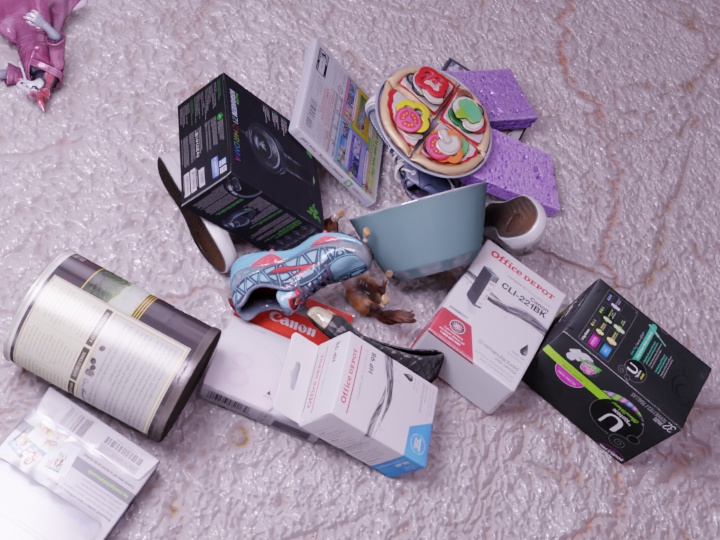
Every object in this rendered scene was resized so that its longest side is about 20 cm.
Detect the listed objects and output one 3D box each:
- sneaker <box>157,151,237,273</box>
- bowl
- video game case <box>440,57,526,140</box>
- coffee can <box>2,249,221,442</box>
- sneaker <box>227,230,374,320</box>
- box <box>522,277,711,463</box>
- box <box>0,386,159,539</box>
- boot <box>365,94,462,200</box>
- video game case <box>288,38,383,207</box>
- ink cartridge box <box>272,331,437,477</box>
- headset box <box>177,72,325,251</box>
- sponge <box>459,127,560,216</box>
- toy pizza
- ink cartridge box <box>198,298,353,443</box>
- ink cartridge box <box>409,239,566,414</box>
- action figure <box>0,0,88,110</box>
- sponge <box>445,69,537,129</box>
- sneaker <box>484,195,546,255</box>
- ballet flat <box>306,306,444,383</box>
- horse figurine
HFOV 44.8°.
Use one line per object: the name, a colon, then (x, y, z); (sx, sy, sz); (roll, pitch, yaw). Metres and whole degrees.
sneaker: (-0.201, -0.091, 1.197); (0.084, 0.073, 0.201); (-20, 67, -27)
bowl: (0.094, -0.050, 1.232); (0.200, 0.201, 0.106); (-17, 92, -29)
video game case: (0.187, -0.255, 1.481); (0.180, 0.026, 0.200); (32, 54, 0)
coffee can: (-0.283, 0.087, 1.008); (0.199, 0.147, 0.147); (29, 54, -2)
sneaker: (-0.075, 0.019, 1.115); (0.199, 0.079, 0.096); (-15, 45, 18)
box: (0.350, 0.141, 1.221); (0.200, 0.149, 0.124); (39, 55, 6)
box: (-0.341, 0.250, 0.950); (0.155, 0.041, 0.200); (33, 53, 1)
boot: (0.075, -0.178, 1.345); (0.200, 0.073, 0.091); (39, 56, -11)
video game case: (-0.029, -0.222, 1.314); (0.182, 0.022, 0.201); (42, 40, -35)
ink cartridge box: (-0.002, 0.159, 1.080); (0.200, 0.067, 0.116); (34, 50, -27)
headset box: (-0.143, -0.135, 1.185); (0.200, 0.093, 0.175); (32, 40, -46)
sponge: (0.236, -0.166, 1.406); (0.199, 0.030, 0.112); (17, 58, -32)
toy pizza: (0.116, -0.232, 1.321); (0.199, 0.032, 0.201); (11, 62, -20)
ink cartridge box: (-0.100, 0.102, 1.133); (0.162, 0.057, 0.201); (23, 58, -7)
ink cartridge box: (0.182, 0.076, 1.236); (0.144, 0.084, 0.200); (36, 53, 3)
action figure: (-0.463, -0.315, 1.242); (0.149, 0.133, 0.201); (15, 57, -66)
sponge: (0.190, -0.284, 1.457); (0.199, 0.030, 0.112); (-9, 62, -26)
sneaker: (0.243, -0.061, 1.281); (0.084, 0.200, 0.073); (33, 91, -12)
ballet flat: (0.018, 0.092, 1.144); (0.199, 0.066, 0.057); (28, 92, -18)
horse figurine: (0.000, 0.000, 1.203); (0.050, 0.133, 0.201); (-26, 82, -22)
